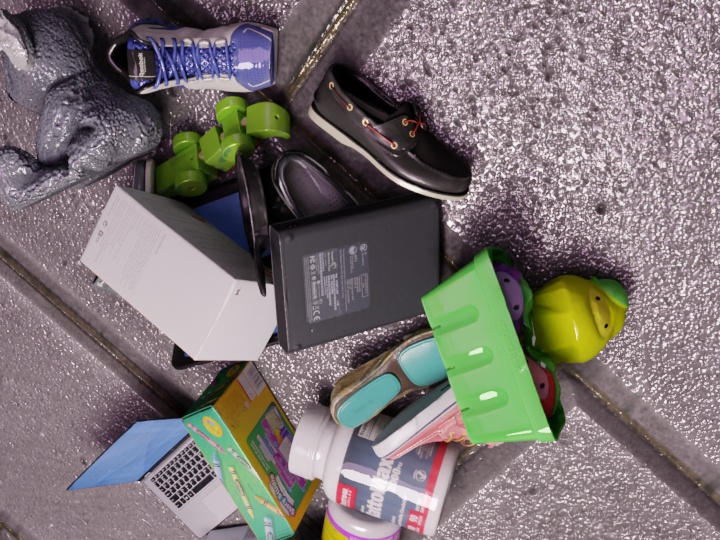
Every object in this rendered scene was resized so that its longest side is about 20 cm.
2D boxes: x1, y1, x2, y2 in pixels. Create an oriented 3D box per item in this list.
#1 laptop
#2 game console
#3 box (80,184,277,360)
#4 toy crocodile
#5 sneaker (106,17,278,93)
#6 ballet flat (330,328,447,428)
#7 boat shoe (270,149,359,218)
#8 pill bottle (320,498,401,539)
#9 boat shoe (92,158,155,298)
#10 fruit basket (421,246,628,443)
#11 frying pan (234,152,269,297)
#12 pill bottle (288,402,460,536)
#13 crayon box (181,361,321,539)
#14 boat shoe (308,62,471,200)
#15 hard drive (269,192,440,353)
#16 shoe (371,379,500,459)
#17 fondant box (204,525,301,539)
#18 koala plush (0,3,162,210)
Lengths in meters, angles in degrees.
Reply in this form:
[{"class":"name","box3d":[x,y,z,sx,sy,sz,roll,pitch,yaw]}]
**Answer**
[{"class":"laptop","box3d":[-0.260,0.294,1.188,0.200,0.116,0.187,46,119,-5]},{"class":"game console","box3d":[-0.160,-0.003,1.024,0.196,0.117,0.179,-16,108,23]},{"class":"box","box3d":[-0.192,0.004,0.961,0.199,0.124,0.099,35,100,25]},{"class":"toy crocodile","box3d":[-0.166,-0.138,1.003,0.198,0.061,0.069,-29,60,28]},{"class":"sneaker","box3d":[-0.193,-0.226,0.939,0.195,0.115,0.082,8,117,15]},{"class":"ballet flat","box3d":[0.047,0.115,1.030,0.198,0.071,0.071,-33,101,6]},{"class":"boat shoe","box3d":[-0.029,-0.050,0.976,0.076,0.060,0.200,-46,102,-3]},{"class":"pill bottle","box3d":[-0.006,0.381,1.148,0.102,0.104,0.204,16,117,11]},{"class":"boat shoe","box3d":[-0.292,-0.050,1.065,0.060,0.074,0.203,11,125,-12]},{"class":"fruit basket","box3d":[0.189,0.067,0.911,0.211,0.155,0.221,0,91,18]},{"class":"frying pan","box3d":[-0.112,-0.060,0.915,0.030,0.190,0.118,-10,111,-12]},{"class":"pill bottle","box3d":[0.016,0.240,1.071,0.196,0.120,0.122,16,117,11]},{"class":"crayon box","box3d":[-0.136,0.234,1.118,0.057,0.119,0.203,-24,104,25]},{"class":"boat shoe","box3d":[0.037,-0.146,0.920,0.200,0.074,0.064,35,127,6]},{"class":"hard drive","box3d":[0.000,0.000,0.948,0.196,0.033,0.143,-14,115,-25]},{"class":"shoe","box3d":[0.114,0.178,1.001,0.198,0.071,0.092,-36,93,-3]},{"class":"fondant box","box3d":[-0.136,0.469,1.253,0.141,0.058,0.204,-12,107,19]},{"class":"koala plush","box3d":[-0.332,-0.203,0.969,0.181,0.177,0.204,-20,99,23]}]
